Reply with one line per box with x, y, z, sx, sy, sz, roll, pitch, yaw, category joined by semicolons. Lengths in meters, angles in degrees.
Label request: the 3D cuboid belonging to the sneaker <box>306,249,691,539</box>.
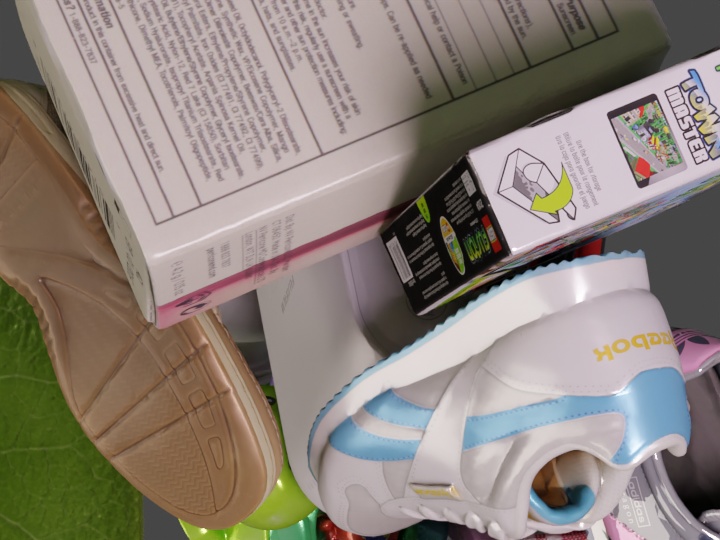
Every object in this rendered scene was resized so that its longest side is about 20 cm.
0.046;0.066;0.974;0.200;0.076;0.081;-41;63;52;sneaker

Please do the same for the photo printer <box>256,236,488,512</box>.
0.000;0.000;1.133;0.166;0.069;0.200;113;149;-60;photo printer

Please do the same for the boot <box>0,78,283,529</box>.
-0.072;0.000;1.060;0.200;0.073;0.155;52;-153;8;boot

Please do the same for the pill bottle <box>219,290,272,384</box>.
-0.071;-0.022;1.365;0.114;0.114;0.200;-129;49;-62;pill bottle

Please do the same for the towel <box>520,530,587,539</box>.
0.101;0.174;1.098;0.030;0.200;0.147;-33;-76;-55;towel

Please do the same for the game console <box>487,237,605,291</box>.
0.055;-0.017;1.100;0.200;0.031;0.177;-112;17;-48;game console

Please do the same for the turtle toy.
-0.027;0.104;1.264;0.146;0.101;0.200;62;-162;20;turtle toy

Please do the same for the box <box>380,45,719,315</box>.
0.074;-0.029;0.870;0.200;0.110;0.035;137;110;-81;box

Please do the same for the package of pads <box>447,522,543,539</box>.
0.050;0.045;1.308;0.121;0.076;0.200;-138;27;-65;package of pads

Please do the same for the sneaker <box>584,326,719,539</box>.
0.135;0.116;0.984;0.082;0.070;0.200;-14;100;61;sneaker

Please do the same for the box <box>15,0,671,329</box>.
-0.010;-0.082;0.945;0.109;0.200;0.128;101;145;-75;box
